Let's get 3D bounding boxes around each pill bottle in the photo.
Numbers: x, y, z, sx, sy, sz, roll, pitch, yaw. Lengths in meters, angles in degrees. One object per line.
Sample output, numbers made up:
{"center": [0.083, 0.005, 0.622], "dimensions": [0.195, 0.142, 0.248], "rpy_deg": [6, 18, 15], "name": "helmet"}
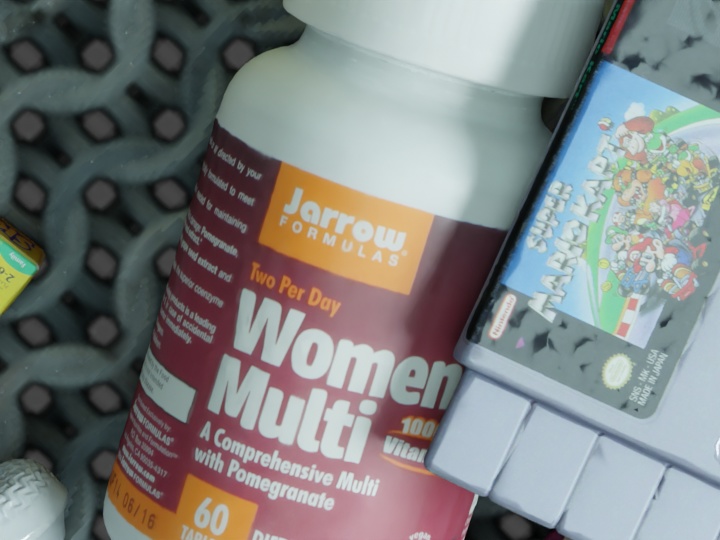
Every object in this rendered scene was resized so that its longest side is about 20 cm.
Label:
{"center": [0.000, 0.000, 0.871], "dimensions": [0.109, 0.110, 0.200], "rpy_deg": [16, 102, -5], "name": "pill bottle"}

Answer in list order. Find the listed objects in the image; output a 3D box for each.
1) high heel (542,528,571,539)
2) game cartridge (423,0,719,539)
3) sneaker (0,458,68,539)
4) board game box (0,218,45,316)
{"center": [0.038, 0.131, 0.869], "dimensions": [0.067, 0.200, 0.096], "rpy_deg": [29, 146, 18], "name": "high heel"}
{"center": [0.112, -0.010, 0.807], "dimensions": [0.129, 0.038, 0.200], "rpy_deg": [24, 95, 0], "name": "game cartridge"}
{"center": [-0.125, 0.158, 0.924], "dimensions": [0.115, 0.075, 0.200], "rpy_deg": [35, 105, -9], "name": "sneaker"}
{"center": [-0.198, 0.043, 0.920], "dimensions": [0.095, 0.030, 0.200], "rpy_deg": [39, 101, -8], "name": "board game box"}
